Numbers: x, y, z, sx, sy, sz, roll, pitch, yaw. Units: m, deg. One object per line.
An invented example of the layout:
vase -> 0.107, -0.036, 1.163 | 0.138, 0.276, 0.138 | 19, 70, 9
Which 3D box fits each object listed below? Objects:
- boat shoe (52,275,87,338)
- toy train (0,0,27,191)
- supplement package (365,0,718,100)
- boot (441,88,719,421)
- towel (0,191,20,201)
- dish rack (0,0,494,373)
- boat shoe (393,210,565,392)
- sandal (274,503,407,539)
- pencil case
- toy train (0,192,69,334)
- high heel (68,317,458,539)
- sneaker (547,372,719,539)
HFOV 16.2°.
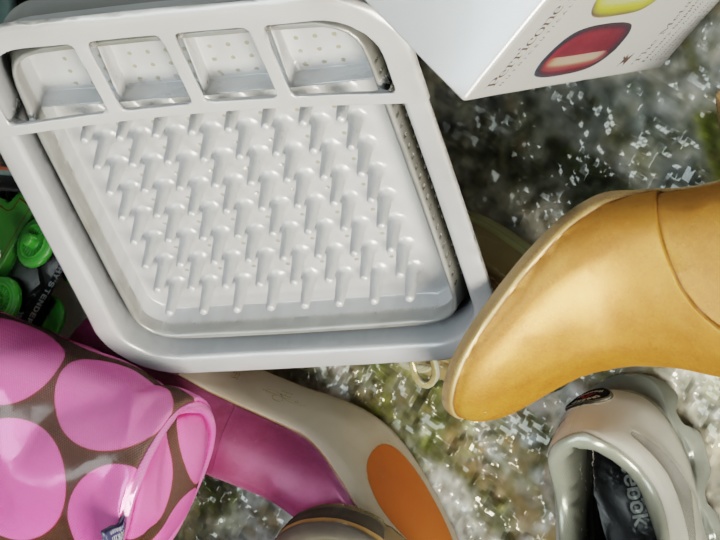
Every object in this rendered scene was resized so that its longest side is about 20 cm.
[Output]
boat shoe -> -0.139, 0.080, 1.134 | 0.072, 0.068, 0.201 | 24, 107, 22
toy train -> -0.099, -0.086, 1.020 | 0.199, 0.085, 0.115 | 4, 119, 10
supplement package -> 0.073, -0.143, 0.921 | 0.110, 0.200, 0.114 | 46, 115, 13
boot -> 0.142, 0.024, 0.955 | 0.201, 0.071, 0.144 | -43, 66, 0
towel -> -0.212, -0.097, 1.139 | 0.165, 0.086, 0.201 | 30, 111, 15
dish rack -> -0.043, -0.040, 0.960 | 0.171, 0.044, 0.201 | -4, 138, 16
boat shoe -> 0.000, 0.000, 1.056 | 0.199, 0.063, 0.074 | 24, 107, 21
sandal -> -0.033, 0.151, 1.059 | 0.082, 0.055, 0.200 | 46, 141, -19
pencil case -> -0.164, 0.061, 1.037 | 0.199, 0.091, 0.094 | 23, 107, 15
toy train -> -0.114, -0.058, 1.097 | 0.056, 0.042, 0.201 | 34, 95, 40
high heel -> -0.043, 0.089, 1.079 | 0.200, 0.067, 0.096 | 46, 117, -6
sneaker -> 0.119, 0.145, 1.006 | 0.074, 0.088, 0.201 | -25, 88, 26
